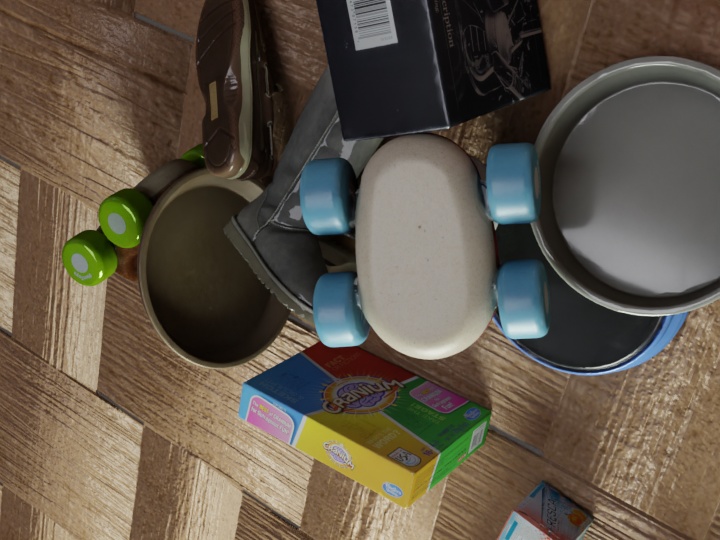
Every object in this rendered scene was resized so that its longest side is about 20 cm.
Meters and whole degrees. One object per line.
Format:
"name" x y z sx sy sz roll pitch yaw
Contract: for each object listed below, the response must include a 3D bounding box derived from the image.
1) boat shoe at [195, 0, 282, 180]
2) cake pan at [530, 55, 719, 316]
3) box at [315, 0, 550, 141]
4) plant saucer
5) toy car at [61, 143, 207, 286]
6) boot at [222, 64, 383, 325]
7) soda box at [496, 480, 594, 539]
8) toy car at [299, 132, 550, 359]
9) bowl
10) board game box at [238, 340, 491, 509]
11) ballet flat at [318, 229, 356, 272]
"boat shoe" -0.117 -0.188 1.108 0.074 0.074 0.204 -6 81 45
"cake pan" 0.232 -0.066 0.878 0.198 0.037 0.202 0 91 23
"box" 0.057 -0.223 0.897 0.103 0.182 0.202 -3 105 35
"plant saucer" -0.143 -0.003 1.111 0.029 0.199 0.202 -1 106 44
"toy car" -0.177 -0.003 1.168 0.200 0.164 0.158 51 128 -2
"boot" -0.027 -0.069 1.041 0.200 0.072 0.182 -49 64 10
"soda box" 0.151 0.306 1.089 0.063 0.068 0.201 35 123 21
"toy car" 0.070 -0.032 0.937 0.183 0.200 0.179 -4 100 17
"bowl" 0.190 -0.003 0.970 0.199 0.039 0.203 13 113 32
"board game box" 0.005 0.140 1.083 0.199 0.153 0.041 23 117 27
"ballet flat" 0.000 0.000 1.090 0.199 0.072 0.073 28 121 25
